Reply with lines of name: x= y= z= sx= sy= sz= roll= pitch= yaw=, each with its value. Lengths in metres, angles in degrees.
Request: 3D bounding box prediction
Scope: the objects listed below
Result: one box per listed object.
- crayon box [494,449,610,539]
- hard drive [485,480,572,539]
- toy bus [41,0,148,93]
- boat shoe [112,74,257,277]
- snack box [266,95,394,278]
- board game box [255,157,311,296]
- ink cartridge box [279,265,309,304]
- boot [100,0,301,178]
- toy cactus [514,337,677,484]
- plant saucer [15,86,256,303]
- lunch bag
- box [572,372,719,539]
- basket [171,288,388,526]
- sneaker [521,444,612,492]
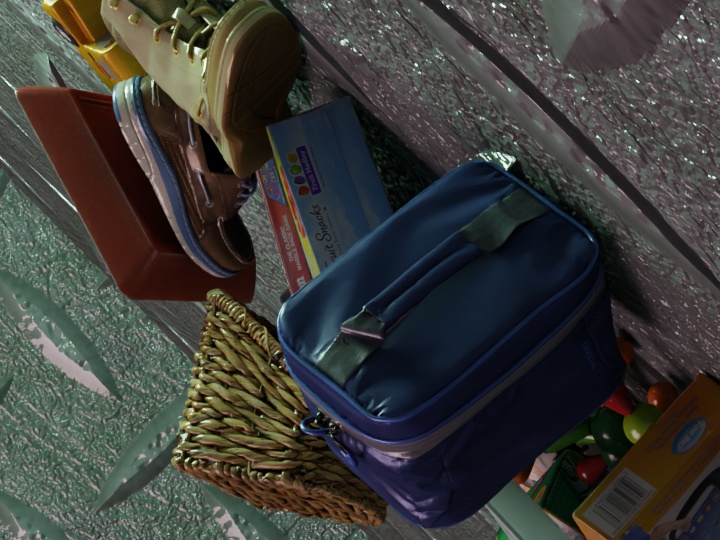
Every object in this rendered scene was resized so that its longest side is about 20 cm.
crayon box: x=0.199 y=0.222 z=1.513 sx=0.199 sy=0.058 sz=0.119 roll=31 pitch=145 yaw=-1
hard drive: x=0.158 y=0.231 z=1.402 sx=0.132 sy=0.027 sz=0.200 roll=45 pitch=172 yaw=46
toy bus: x=-0.164 y=-0.156 z=1.686 sx=0.200 sy=0.065 sz=0.078 roll=52 pitch=168 yaw=-33
boat shoe: x=-0.119 y=-0.072 z=1.646 sx=0.073 sy=0.072 sz=0.201 roll=-93 pitch=-19 yaw=-44
snack box: x=0.000 y=0.000 z=1.475 sx=0.200 sy=0.067 sz=0.170 roll=72 pitch=179 yaw=-69
board game box: x=-0.055 y=-0.025 z=1.603 sx=0.103 sy=0.019 sz=0.202 roll=-137 pitch=31 yaw=-83
ink cartridge box: x=0.045 y=0.081 z=1.730 sx=0.200 sy=0.084 sz=0.145 roll=52 pitch=168 yaw=-33
boot: x=-0.113 y=-0.163 z=1.456 sx=0.156 sy=0.073 sz=0.200 roll=48 pitch=167 yaw=14
toy cactus: x=0.182 y=0.123 z=1.385 sx=0.164 sy=0.103 sz=0.200 roll=36 pitch=161 yaw=-3
plant saucer: x=-0.171 y=-0.067 z=1.732 sx=0.201 sy=0.037 sz=0.199 roll=61 pitch=-157 yaw=16
lunch bag: x=0.047 y=0.040 z=1.241 sx=0.136 sy=0.200 sz=0.133 roll=35 pitch=157 yaw=40
box: x=0.212 y=0.167 z=1.315 sx=0.041 sy=0.119 sz=0.200 roll=33 pitch=165 yaw=44
basket: x=-0.040 y=0.110 z=1.674 sx=0.141 sy=0.151 sz=0.200 roll=6 pitch=165 yaw=22
sneaker: x=0.142 y=0.139 z=1.615 sx=0.200 sy=0.074 sz=0.080 roll=40 pitch=158 yaw=-1
